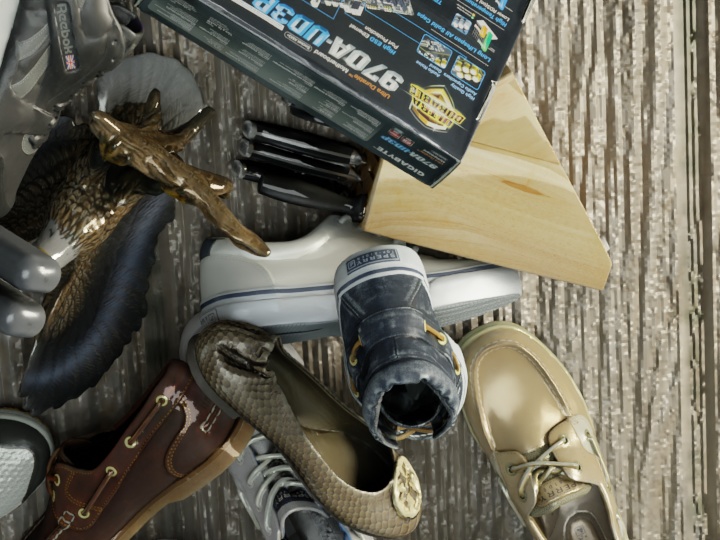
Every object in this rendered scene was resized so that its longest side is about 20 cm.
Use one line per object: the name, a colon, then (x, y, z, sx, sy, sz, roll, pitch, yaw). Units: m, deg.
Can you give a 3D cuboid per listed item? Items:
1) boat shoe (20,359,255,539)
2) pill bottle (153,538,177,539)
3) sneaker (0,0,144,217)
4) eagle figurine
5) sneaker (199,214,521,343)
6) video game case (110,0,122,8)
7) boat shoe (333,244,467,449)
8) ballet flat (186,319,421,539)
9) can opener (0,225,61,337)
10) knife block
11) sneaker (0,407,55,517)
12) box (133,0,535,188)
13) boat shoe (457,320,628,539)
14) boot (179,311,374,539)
boat shoe: (-0.150, 0.121, 1.706, 0.070, 0.070, 0.200, 37, 119, -21)
pill bottle: (-0.111, 0.240, 1.702, 0.115, 0.200, 0.116, -2, 107, -7)
sneaker: (-0.164, -0.113, 1.548, 0.087, 0.076, 0.201, 11, 116, -6)
eagle figurine: (-0.171, -0.024, 1.660, 0.200, 0.151, 0.152, -37, 69, 41)
sneaker: (0.000, 0.000, 1.706, 0.199, 0.073, 0.071, -4, 76, -20)
video game case: (-0.163, -0.273, 1.575, 0.182, 0.023, 0.200, 31, 83, -10)
boat shoe: (0.026, 0.072, 1.662, 0.071, 0.091, 0.200, -14, 150, 5)
ballet flat: (-0.022, 0.091, 1.678, 0.046, 0.067, 0.200, -28, 126, 27)
can opener: (-0.253, -0.021, 1.607, 0.067, 0.200, 0.053, 10, 104, -48)
knife block: (0.031, -0.045, 1.697, 0.175, 0.064, 0.200, -29, 110, 3)
sneaker: (-0.273, 0.148, 1.709, 0.199, 0.088, 0.076, -22, 108, -1)
box: (-0.005, -0.164, 1.607, 0.200, 0.046, 0.159, 30, 62, -12)
boat shoe: (0.118, 0.123, 1.764, 0.072, 0.065, 0.200, -24, 109, 1)
boot: (-0.043, 0.118, 1.724, 0.073, 0.096, 0.200, -30, 110, 3)
